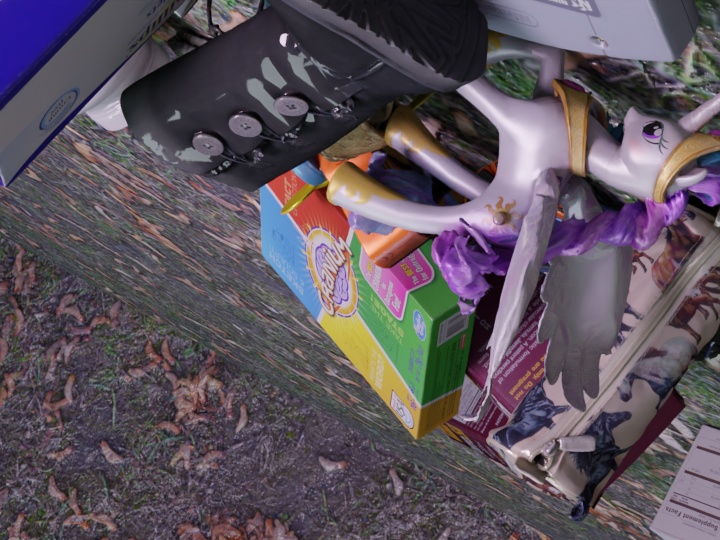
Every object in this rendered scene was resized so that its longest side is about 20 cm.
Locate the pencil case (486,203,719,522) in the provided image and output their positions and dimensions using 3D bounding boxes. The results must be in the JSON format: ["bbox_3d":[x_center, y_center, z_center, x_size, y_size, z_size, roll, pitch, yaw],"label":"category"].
[{"bbox_3d":[0.160,0.048,0.857,0.078,0.201,0.089,37,-178,-2],"label":"pencil case"}]

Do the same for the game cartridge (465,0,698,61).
[{"bbox_3d":[0.053,-0.156,0.649,0.199,0.042,0.133,24,170,34],"label":"game cartridge"}]

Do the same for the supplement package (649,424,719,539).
[{"bbox_3d":[0.391,0.249,1.299,0.200,0.112,0.155,39,166,-32],"label":"supplement package"}]

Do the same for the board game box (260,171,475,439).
[{"bbox_3d":[0.000,0.000,1.005,0.200,0.040,0.154,49,155,28],"label":"board game box"}]

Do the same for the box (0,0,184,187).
[{"bbox_3d":[-0.199,-0.183,0.740,0.200,0.184,0.105,41,167,4],"label":"box"}]

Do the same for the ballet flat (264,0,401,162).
[{"bbox_3d":[-0.016,-0.145,0.782,0.065,0.071,0.201,-4,137,16],"label":"ballet flat"}]

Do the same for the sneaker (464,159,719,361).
[{"bbox_3d":[0.159,-0.011,0.938,0.199,0.076,0.078,34,-175,1],"label":"sneaker"}]

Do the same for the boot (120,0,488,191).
[{"bbox_3d":[-0.059,-0.116,0.715,0.164,0.066,0.199,37,150,-27],"label":"boot"}]

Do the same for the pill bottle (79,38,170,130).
[{"bbox_3d":[-0.236,-0.191,1.054,0.200,0.113,0.112,40,166,-36],"label":"pill bottle"}]

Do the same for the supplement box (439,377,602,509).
[{"bbox_3d":[0.178,0.170,1.581,0.199,0.086,0.110,24,167,35],"label":"supplement box"}]

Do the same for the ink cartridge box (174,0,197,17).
[{"bbox_3d":[-0.178,-0.226,0.872,0.199,0.037,0.095,38,-174,-11],"label":"ink cartridge box"}]

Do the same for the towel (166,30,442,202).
[{"bbox_3d":[-0.035,-0.111,1.100,0.199,0.035,0.193,23,163,47],"label":"towel"}]

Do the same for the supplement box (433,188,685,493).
[{"bbox_3d":[0.121,0.049,1.044,0.200,0.103,0.131,44,178,36],"label":"supplement box"}]

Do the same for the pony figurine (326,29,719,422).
[{"bbox_3d":[0.085,-0.032,0.747,0.199,0.195,0.166,27,-165,24],"label":"pony figurine"}]

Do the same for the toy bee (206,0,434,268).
[{"bbox_3d":[-0.003,-0.100,0.914,0.130,0.202,0.108,-13,179,24],"label":"toy bee"}]
